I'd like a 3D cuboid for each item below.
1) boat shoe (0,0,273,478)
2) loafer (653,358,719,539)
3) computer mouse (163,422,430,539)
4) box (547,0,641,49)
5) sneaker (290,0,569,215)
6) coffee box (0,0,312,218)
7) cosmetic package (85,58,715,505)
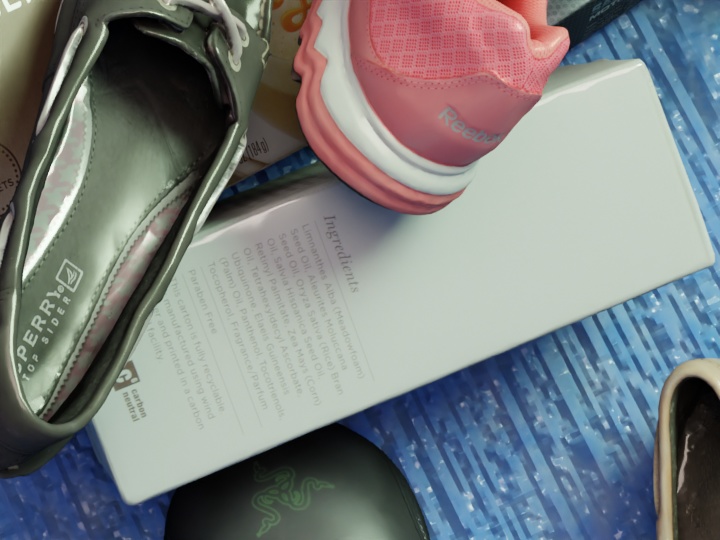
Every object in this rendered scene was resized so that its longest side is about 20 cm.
[{"bbox_3d":[-0.062,-0.033,0.710,0.067,0.057,0.201,34,65,-26],"label":"boat shoe"},{"bbox_3d":[0.118,0.125,0.795,0.072,0.063,0.201,-15,67,27],"label":"loafer"},{"bbox_3d":[0.003,0.132,0.803,0.138,0.053,0.201,-23,75,-8],"label":"computer mouse"},{"bbox_3d":[0.069,-0.171,0.901,0.199,0.051,0.158,-34,77,-10],"label":"box"},{"bbox_3d":[0.026,-0.117,0.751,0.073,0.087,0.201,15,55,-36],"label":"sneaker"},{"bbox_3d":[-0.072,-0.075,0.795,0.199,0.080,0.115,-29,97,-34],"label":"coffee box"},{"bbox_3d":[0.000,0.000,0.812,0.199,0.101,0.072,-22,97,-8],"label":"cosmetic package"}]
